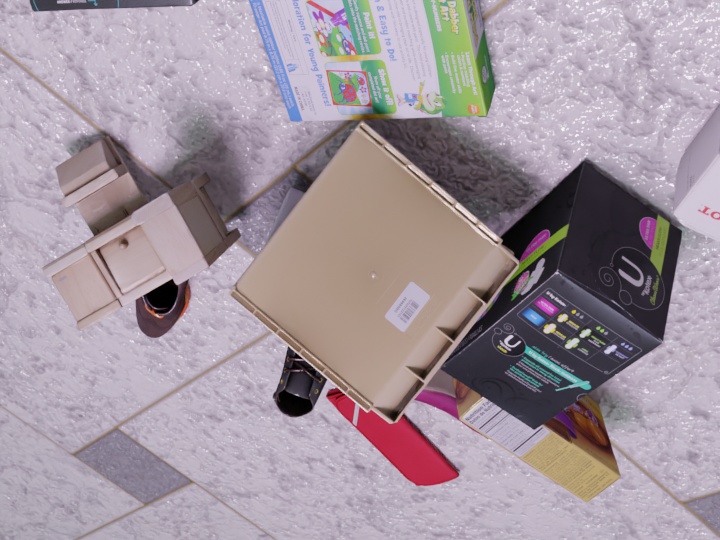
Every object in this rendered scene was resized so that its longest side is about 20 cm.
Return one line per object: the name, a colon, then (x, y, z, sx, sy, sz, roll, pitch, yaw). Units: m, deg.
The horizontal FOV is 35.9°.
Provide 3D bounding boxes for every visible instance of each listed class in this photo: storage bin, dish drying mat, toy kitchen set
storage bin: (0.013, 0.001, 1.034, 0.198, 0.201, 0.094, 39, -178, -1)
dish drying mat: (0.042, 0.215, 1.429, 0.076, 0.018, 0.200, -20, 124, 37)
toy kitchen set: (-0.256, -0.045, 1.120, 0.198, 0.181, 0.165, -29, 98, 9)

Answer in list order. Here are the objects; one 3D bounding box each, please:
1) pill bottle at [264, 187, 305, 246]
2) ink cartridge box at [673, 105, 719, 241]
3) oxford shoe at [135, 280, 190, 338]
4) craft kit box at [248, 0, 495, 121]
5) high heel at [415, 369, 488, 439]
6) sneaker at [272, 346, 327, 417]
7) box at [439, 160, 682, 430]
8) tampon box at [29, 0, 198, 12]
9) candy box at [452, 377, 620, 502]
pill bottle: (0.000, 0.000, 1.139, 0.197, 0.117, 0.116, 24, 140, -3)
ink cartridge box: (0.363, -0.103, 0.893, 0.144, 0.084, 0.201, 24, 139, -3)
oxford shoe: (-0.239, 0.028, 1.307, 0.070, 0.073, 0.201, 23, 140, -2)
craft kit box: (0.005, -0.221, 0.955, 0.194, 0.049, 0.202, 5, 137, 23)
high heel: (0.091, 0.152, 1.304, 0.196, 0.068, 0.097, 8, 129, -4)
sneaker: (-0.048, 0.080, 1.254, 0.074, 0.107, 0.202, 16, 139, 6)
box: (0.189, 0.028, 1.061, 0.123, 0.150, 0.200, 31, 139, -10)
tampon box: (-0.181, -0.316, 0.839, 0.147, 0.127, 0.203, 4, 122, 19)
candy box: (0.186, 0.151, 1.199, 0.199, 0.118, 0.056, 36, 117, -25)
